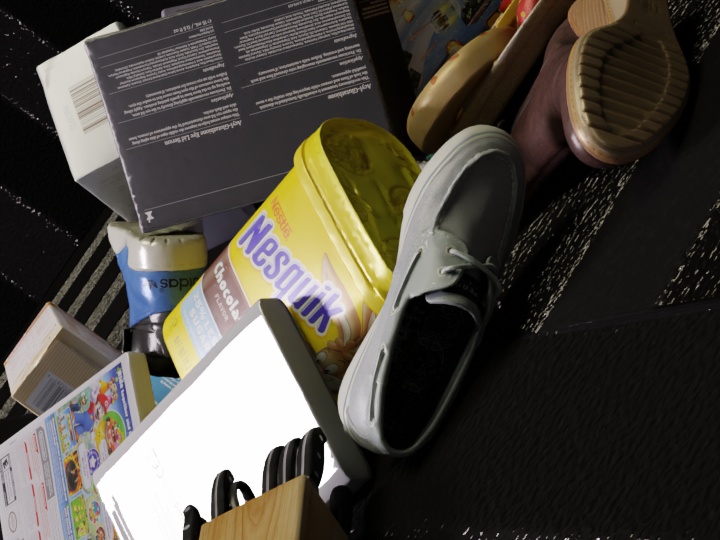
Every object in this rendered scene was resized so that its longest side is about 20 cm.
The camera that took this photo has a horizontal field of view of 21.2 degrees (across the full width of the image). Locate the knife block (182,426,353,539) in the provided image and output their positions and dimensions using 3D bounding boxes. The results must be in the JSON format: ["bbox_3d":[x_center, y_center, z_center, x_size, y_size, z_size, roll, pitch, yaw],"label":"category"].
[{"bbox_3d":[-0.034,0.156,1.033,0.176,0.064,0.200,-45,23,-28],"label":"knife block"}]

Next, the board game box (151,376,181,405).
[{"bbox_3d":[-0.151,0.134,1.429,0.200,0.047,0.151,-55,39,-4],"label":"board game box"}]

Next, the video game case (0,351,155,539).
[{"bbox_3d":[-0.200,0.161,1.368,0.200,0.018,0.144,-35,60,43],"label":"video game case"}]

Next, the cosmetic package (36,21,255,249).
[{"bbox_3d":[-0.164,-0.096,1.511,0.081,0.113,0.200,-27,-23,11],"label":"cosmetic package"}]

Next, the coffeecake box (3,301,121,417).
[{"bbox_3d":[-0.217,0.107,1.620,0.073,0.153,0.200,-54,13,-3],"label":"coffeecake box"}]

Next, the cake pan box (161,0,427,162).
[{"bbox_3d":[-0.040,-0.146,1.482,0.052,0.199,0.184,87,169,-52],"label":"cake pan box"}]

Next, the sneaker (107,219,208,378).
[{"bbox_3d":[-0.144,0.022,1.412,0.200,0.077,0.112,-152,59,-76],"label":"sneaker"}]

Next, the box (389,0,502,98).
[{"bbox_3d":[0.052,-0.195,1.414,0.200,0.137,0.040,-48,7,-29],"label":"box"}]

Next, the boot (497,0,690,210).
[{"bbox_3d":[0.127,-0.081,1.141,0.166,0.072,0.200,-59,8,40],"label":"boot"}]

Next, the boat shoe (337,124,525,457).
[{"bbox_3d":[0.051,0.015,1.097,0.201,0.070,0.071,-67,22,2],"label":"boat shoe"}]

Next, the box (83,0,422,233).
[{"bbox_3d":[-0.071,-0.120,1.324,0.200,0.142,0.079,-13,5,20],"label":"box"}]

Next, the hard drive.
[{"bbox_3d":[-0.086,0.129,1.210,0.027,0.132,0.200,-1,-36,-47],"label":"hard drive"}]

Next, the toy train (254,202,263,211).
[{"bbox_3d":[-0.039,-0.128,1.592,0.200,0.034,0.046,-51,1,15],"label":"toy train"}]

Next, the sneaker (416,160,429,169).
[{"bbox_3d":[0.000,0.000,1.326,0.200,0.069,0.100,-35,25,56],"label":"sneaker"}]

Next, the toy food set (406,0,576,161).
[{"bbox_3d":[0.106,-0.152,1.283,0.200,0.049,0.198,-55,-6,4],"label":"toy food set"}]

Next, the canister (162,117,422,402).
[{"bbox_3d":[-0.031,0.023,1.236,0.200,0.086,0.149,-48,58,33],"label":"canister"}]
